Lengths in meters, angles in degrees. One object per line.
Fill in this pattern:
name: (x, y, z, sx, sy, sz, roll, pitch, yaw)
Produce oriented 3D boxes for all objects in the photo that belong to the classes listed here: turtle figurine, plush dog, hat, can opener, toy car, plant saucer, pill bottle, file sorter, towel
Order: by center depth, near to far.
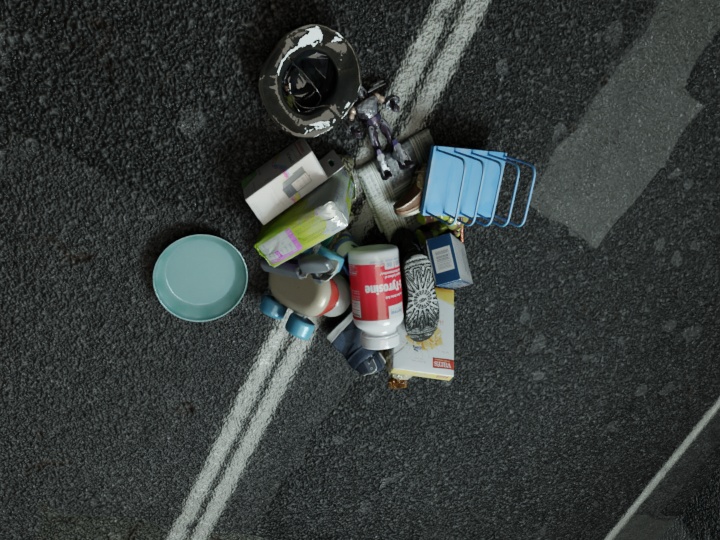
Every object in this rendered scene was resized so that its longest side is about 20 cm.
hat: (-0.095, -0.360, 1.070, 0.192, 0.082, 0.207, -4, 120, -7)
can opener: (-0.128, -0.021, 1.135, 0.054, 0.194, 0.068, -57, 140, -29)
file sorter: (0.243, -0.166, 1.166, 0.193, 0.122, 0.144, -2, 112, -28)
pill bottle: (0.034, 0.054, 1.195, 0.108, 0.112, 0.209, -8, 99, -15)
plant saucer: (-0.337, 0.011, 1.204, 0.192, 0.036, 0.207, -8, 119, -15)
toy car: (-0.092, 0.041, 1.264, 0.198, 0.174, 0.190, 19, 98, -56)
towel: (0.103, -0.184, 1.266, 0.189, 0.035, 0.204, -31, 121, -6)
turtle figurine: (0.204, -0.110, 1.286, 0.157, 0.065, 0.204, -21, 144, -18)
plush dog: (0.092, 0.182, 1.367, 0.155, 0.173, 0.205, 12, 114, -24)

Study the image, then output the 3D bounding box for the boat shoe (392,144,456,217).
boat shoe: (0.142, -0.194, 1.219, 0.199, 0.075, 0.073, -41, 119, -10)

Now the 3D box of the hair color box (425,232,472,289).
hair color box: (0.202, -0.016, 1.277, 0.058, 0.199, 0.104, -14, 81, 17)

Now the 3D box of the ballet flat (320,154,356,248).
ballet flat: (-0.041, -0.146, 1.216, 0.073, 0.067, 0.207, -12, 121, -36)

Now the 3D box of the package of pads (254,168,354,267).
package of pads: (-0.108, -0.107, 1.116, 0.196, 0.157, 0.069, -27, 120, 22)

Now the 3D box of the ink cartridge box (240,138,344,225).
ink cartridge box: (-0.136, -0.191, 1.120, 0.197, 0.118, 0.068, -35, 121, 1)

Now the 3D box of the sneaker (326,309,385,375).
sneaker: (0.028, 0.144, 1.301, 0.203, 0.147, 0.076, -48, 164, 27)

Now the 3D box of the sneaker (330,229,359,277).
sneaker: (0.000, 0.000, 1.292, 0.074, 0.083, 0.200, -40, 124, 4)

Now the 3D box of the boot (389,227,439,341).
boot: (0.117, 0.028, 1.253, 0.076, 0.159, 0.219, -6, 112, -7)

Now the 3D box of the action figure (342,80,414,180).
action figure: (0.034, -0.290, 1.146, 0.127, 0.070, 0.204, -28, 108, 4)

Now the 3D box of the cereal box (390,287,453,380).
cereal box: (0.141, 0.135, 1.280, 0.138, 0.207, 0.040, 7, 154, -7)

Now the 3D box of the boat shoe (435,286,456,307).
boat shoe: (0.158, 0.043, 1.380, 0.194, 0.076, 0.063, 21, 121, -18)
